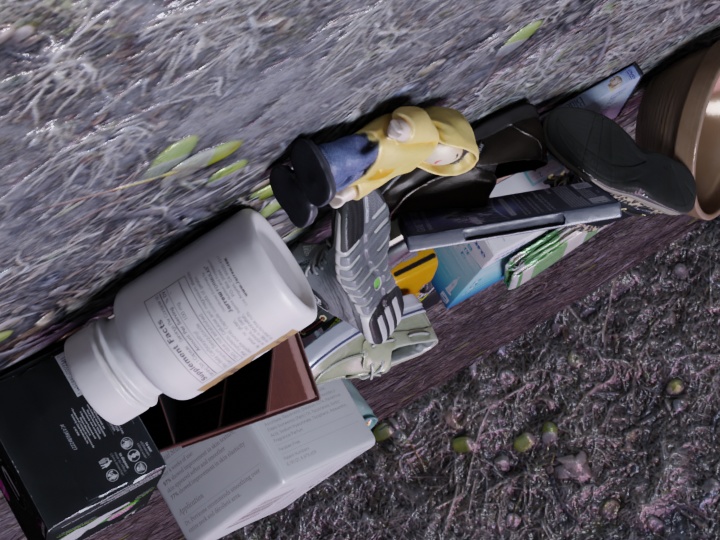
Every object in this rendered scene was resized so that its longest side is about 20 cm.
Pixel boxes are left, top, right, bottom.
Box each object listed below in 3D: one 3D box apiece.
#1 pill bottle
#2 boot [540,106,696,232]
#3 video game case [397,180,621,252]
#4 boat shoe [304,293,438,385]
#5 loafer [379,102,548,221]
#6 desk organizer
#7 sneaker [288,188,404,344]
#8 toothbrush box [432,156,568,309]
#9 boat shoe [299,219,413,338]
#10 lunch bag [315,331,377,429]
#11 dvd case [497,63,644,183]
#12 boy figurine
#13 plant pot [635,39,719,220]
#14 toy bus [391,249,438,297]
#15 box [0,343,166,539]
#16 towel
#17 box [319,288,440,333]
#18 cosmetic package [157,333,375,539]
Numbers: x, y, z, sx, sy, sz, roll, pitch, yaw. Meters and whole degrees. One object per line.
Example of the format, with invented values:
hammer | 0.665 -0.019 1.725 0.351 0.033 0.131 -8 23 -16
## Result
pill bottle | -0.147 0.045 1.434 0.200 0.115 0.114 -32 170 9
boot | 0.232 -0.098 1.762 0.203 0.074 0.154 23 159 -29
video game case | 0.138 -0.053 1.606 0.199 0.019 0.143 -10 -169 -1
boat shoe | 0.008 0.081 1.758 0.200 0.062 0.072 -25 160 -41
loafer | 0.098 -0.091 1.603 0.200 0.071 0.073 -29 170 -13
desk organizer | -0.143 0.124 1.623 0.200 0.072 0.077 -22 175 38
sneaker | -0.030 -0.018 1.596 0.075 0.115 0.200 -46 144 -32
toothbrush box | 0.164 -0.049 1.962 0.146 0.085 0.200 -28 170 -20
boat shoe | 0.000 -0.001 1.729 0.201 0.063 0.074 -32 -160 15
lunch bag | -0.110 0.167 1.981 0.200 0.171 0.122 -22 159 -40
dvd case | 0.203 -0.147 1.794 0.200 0.018 0.143 -30 169 -8
boy figurine | 0.017 -0.091 1.397 0.200 0.065 0.124 -17 161 -42
plant pot | 0.365 -0.163 1.851 0.201 0.093 0.201 -34 132 -49
toy bus | 0.024 0.015 1.890 0.065 0.078 0.200 -27 170 -23
box | -0.277 0.170 1.570 0.124 0.149 0.200 -27 169 -20
towel | 0.251 -0.046 1.944 0.200 0.023 0.153 -35 171 -1
box | 0.047 0.032 2.134 0.193 0.048 0.200 -23 169 -25
cosmetic package | -0.127 0.153 1.773 0.167 0.200 0.166 -38 167 36
